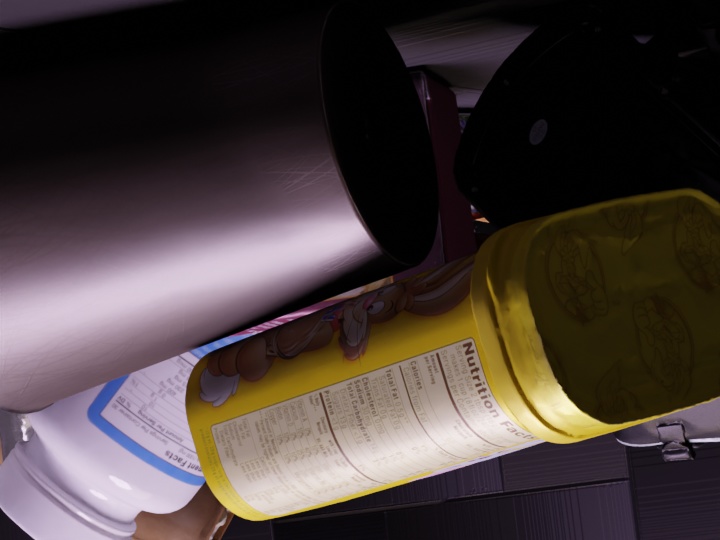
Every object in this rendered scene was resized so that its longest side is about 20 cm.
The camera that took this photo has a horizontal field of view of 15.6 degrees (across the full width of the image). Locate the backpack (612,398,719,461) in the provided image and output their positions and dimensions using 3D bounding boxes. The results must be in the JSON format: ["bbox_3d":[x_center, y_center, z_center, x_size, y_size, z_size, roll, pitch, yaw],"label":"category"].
[{"bbox_3d":[0.231,0.004,1.683,0.177,0.151,0.200,-8,-146,19],"label":"backpack"}]

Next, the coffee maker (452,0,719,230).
[{"bbox_3d":[0.162,-0.022,1.198,0.135,0.192,0.200,-29,166,28],"label":"coffee maker"}]

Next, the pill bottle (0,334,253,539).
[{"bbox_3d":[-0.114,0.061,1.438,0.200,0.112,0.112,-52,167,6],"label":"pill bottle"}]

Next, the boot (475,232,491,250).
[{"bbox_3d":[0.000,0.000,1.501,0.200,0.064,0.186,18,-164,18],"label":"boot"}]

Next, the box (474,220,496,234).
[{"bbox_3d":[0.005,0.013,1.716,0.148,0.124,0.200,-10,172,38],"label":"box"}]

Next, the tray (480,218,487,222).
[{"bbox_3d":[0.154,-0.062,1.590,0.200,0.037,0.099,-10,174,21],"label":"tray"}]

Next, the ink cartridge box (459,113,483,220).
[{"bbox_3d":[0.051,-0.054,1.456,0.200,0.050,0.109,-2,173,-38],"label":"ink cartridge box"}]

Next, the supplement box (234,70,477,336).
[{"bbox_3d":[-0.048,-0.026,1.303,0.200,0.110,0.086,-8,175,13],"label":"supplement box"}]

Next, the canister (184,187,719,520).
[{"bbox_3d":[0.043,0.038,1.073,0.200,0.087,0.148,-21,174,42],"label":"canister"}]

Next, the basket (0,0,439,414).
[{"bbox_3d":[-0.079,-0.032,1.092,0.200,0.136,0.180,-14,147,21],"label":"basket"}]

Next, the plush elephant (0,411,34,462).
[{"bbox_3d":[-0.149,0.029,1.590,0.155,0.200,0.165,-31,-170,-40],"label":"plush elephant"}]

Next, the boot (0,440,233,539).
[{"bbox_3d":[-0.157,0.086,1.690,0.200,0.175,0.066,23,150,9],"label":"boot"}]
